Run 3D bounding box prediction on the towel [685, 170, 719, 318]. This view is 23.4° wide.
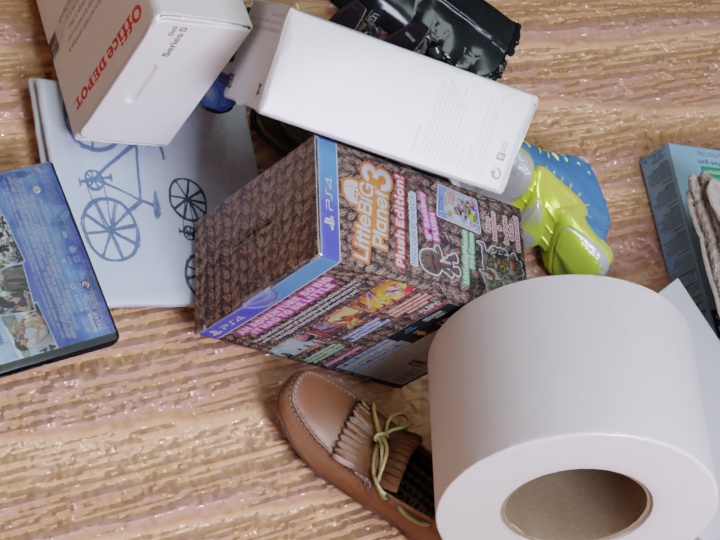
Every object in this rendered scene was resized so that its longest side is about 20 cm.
[{"bbox_3d":[0.347,0.014,1.542,0.132,0.034,0.201,29,43,-48],"label":"towel"}]

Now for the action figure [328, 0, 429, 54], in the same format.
[{"bbox_3d":[0.027,-0.155,1.427,0.130,0.200,0.069,35,86,16],"label":"action figure"}]

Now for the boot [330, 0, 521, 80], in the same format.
[{"bbox_3d":[0.076,-0.255,1.564,0.162,0.073,0.199,36,58,-12],"label":"boot"}]

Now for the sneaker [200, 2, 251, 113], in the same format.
[{"bbox_3d":[-0.135,-0.203,1.387,0.078,0.089,0.200,0,46,-23],"label":"sneaker"}]

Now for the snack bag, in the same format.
[{"bbox_3d":[-0.153,-0.058,1.336,0.199,0.021,0.189,1,68,-38],"label":"snack bag"}]

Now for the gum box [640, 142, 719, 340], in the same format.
[{"bbox_3d":[0.365,-0.016,1.663,0.169,0.045,0.201,5,65,-33],"label":"gum box"}]

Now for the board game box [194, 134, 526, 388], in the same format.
[{"bbox_3d":[0.000,0.000,1.305,0.199,0.159,0.097,18,58,-34],"label":"board game box"}]

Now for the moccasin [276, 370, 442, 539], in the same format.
[{"bbox_3d":[0.021,0.147,1.314,0.201,0.078,0.074,46,50,-7],"label":"moccasin"}]

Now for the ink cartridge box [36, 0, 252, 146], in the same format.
[{"bbox_3d":[-0.172,-0.214,1.297,0.084,0.146,0.201,2,55,-36],"label":"ink cartridge box"}]

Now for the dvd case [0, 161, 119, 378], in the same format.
[{"bbox_3d":[-0.279,0.010,1.197,0.199,0.018,0.143,-16,78,-33],"label":"dvd case"}]

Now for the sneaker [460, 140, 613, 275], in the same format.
[{"bbox_3d":[0.149,-0.078,1.534,0.200,0.076,0.105,47,37,-17],"label":"sneaker"}]

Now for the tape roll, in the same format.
[{"bbox_3d":[0.150,0.117,1.261,0.202,0.203,0.140,20,47,-26],"label":"tape roll"}]

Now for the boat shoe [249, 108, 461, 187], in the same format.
[{"bbox_3d":[-0.003,-0.087,1.387,0.200,0.074,0.060,39,47,21],"label":"boat shoe"}]

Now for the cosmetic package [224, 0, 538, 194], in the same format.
[{"bbox_3d":[0.012,-0.127,1.265,0.199,0.113,0.081,18,95,-22],"label":"cosmetic package"}]

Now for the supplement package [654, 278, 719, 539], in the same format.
[{"bbox_3d":[0.247,0.138,1.457,0.156,0.111,0.200,-31,87,-41],"label":"supplement package"}]
